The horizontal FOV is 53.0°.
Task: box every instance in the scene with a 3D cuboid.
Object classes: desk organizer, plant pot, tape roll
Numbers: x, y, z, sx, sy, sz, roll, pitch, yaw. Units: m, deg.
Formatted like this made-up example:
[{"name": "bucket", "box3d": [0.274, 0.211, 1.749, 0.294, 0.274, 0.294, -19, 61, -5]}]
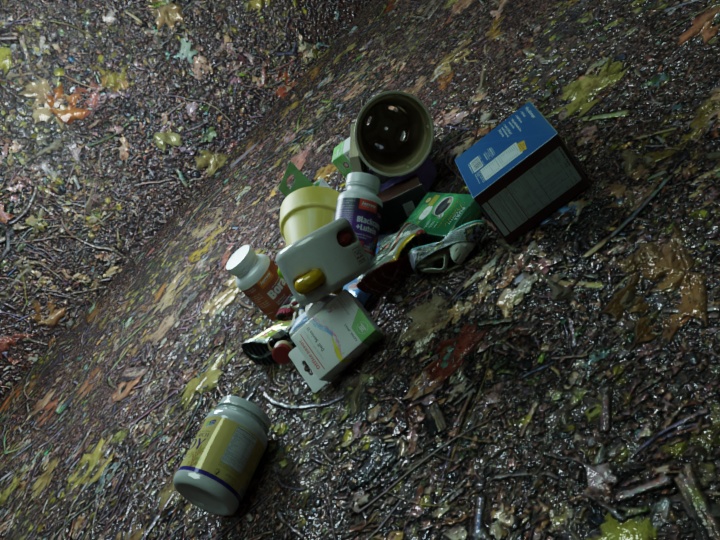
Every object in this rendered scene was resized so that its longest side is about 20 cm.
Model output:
[{"name": "desk organizer", "box3d": [0.071, -0.156, 1.792, 0.197, 0.073, 0.077, -25, 28, 8]}, {"name": "plant pot", "box3d": [-0.116, -0.083, 1.888, 0.199, 0.200, 0.192, -27, 45, 30]}, {"name": "tape roll", "box3d": [0.099, -0.241, 1.910, 0.198, 0.085, 0.202, -34, 27, 20]}, {"name": "plant pot", "box3d": [0.073, -0.353, 1.827, 0.200, 0.201, 0.184, -40, 15, 6]}]

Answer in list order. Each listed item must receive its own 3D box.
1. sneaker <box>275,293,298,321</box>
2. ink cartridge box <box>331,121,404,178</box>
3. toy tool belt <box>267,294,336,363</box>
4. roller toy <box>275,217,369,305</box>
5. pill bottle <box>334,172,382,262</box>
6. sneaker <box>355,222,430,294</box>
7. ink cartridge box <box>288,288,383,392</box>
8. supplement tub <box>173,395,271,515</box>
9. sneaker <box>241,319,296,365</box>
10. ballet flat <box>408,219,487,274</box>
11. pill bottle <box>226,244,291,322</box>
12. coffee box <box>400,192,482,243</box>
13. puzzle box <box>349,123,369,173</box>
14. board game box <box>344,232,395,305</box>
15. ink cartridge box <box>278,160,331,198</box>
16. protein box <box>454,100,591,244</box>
[{"name": "sneaker", "box3d": [-0.143, 0.078, 1.774, 0.198, 0.080, 0.076, -21, 39, 52]}, {"name": "ink cartridge box", "box3d": [0.039, -0.330, 2.056, 0.198, 0.146, 0.085, -31, 29, 26]}, {"name": "toy tool belt", "box3d": [-0.114, 0.126, 1.652, 0.198, 0.126, 0.123, -36, 14, 11]}, {"name": "roller toy", "box3d": [-0.077, -0.014, 1.540, 0.180, 0.142, 0.200, -30, 3, -14]}, {"name": "pill bottle", "box3d": [-0.007, -0.120, 1.690, 0.110, 0.110, 0.205, -6, 71, 51]}, {"name": "sneaker", "box3d": [0.068, -0.026, 1.632, 0.199, 0.078, 0.082, -41, 40, 5]}, {"name": "ink cartridge box", "box3d": [-0.065, 0.152, 1.528, 0.199, 0.067, 0.118, -42, 70, 6]}, {"name": "supplement tub", "box3d": [-0.278, 0.378, 1.484, 0.144, 0.146, 0.202, -17, 37, 42]}, {"name": "sneaker", "box3d": [-0.209, 0.170, 1.783, 0.197, 0.079, 0.091, -18, 27, 32]}, {"name": "ballet flat", "box3d": [0.188, -0.038, 1.525, 0.198, 0.072, 0.073, -25, 32, 35]}, {"name": "pill bottle", "box3d": [-0.254, 0.032, 1.890, 0.111, 0.200, 0.113, -33, 28, 20]}, {"name": "coffee box", "box3d": [0.185, -0.118, 1.651, 0.124, 0.044, 0.199, -52, 27, -14]}, {"name": "puzzle box", "box3d": [-0.002, -0.280, 1.873, 0.025, 0.135, 0.202, -9, 35, 7]}, {"name": "board game box", "box3d": [0.000, 0.000, 1.755, 0.150, 0.037, 0.202, -5, 46, 52]}, {"name": "ink cartridge box", "box3d": [-0.140, -0.216, 2.085, 0.047, 0.200, 0.147, -25, 32, 31]}, {"name": "protein box", "box3d": [0.323, -0.202, 1.470, 0.199, 0.135, 0.200, -36, 27, 15]}]
